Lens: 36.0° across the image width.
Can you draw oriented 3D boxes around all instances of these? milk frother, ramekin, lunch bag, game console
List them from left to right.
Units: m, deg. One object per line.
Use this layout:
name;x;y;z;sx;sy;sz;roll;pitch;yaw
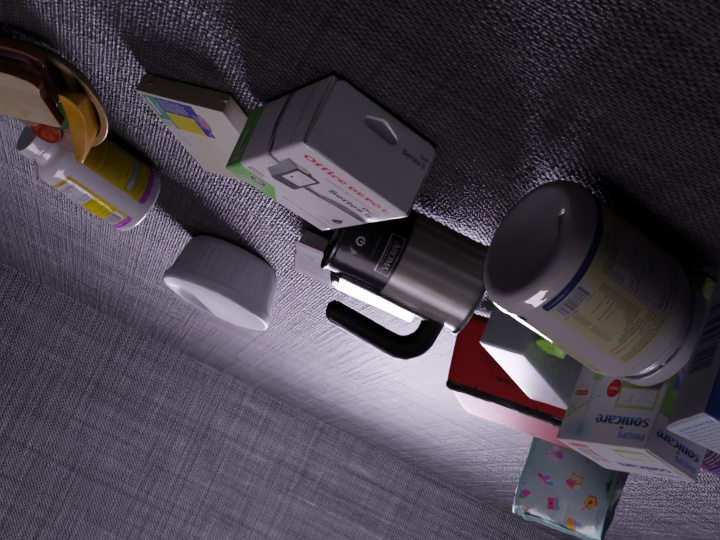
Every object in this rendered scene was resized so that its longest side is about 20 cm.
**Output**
ramekin;-0.235;0.018;1.927;0.200;0.095;0.203;22;164;6
milk frother;0.048;-0.012;1.385;0.186;0.182;0.201;27;-153;-7
game console;0.240;0.166;1.652;0.197;0.175;0.118;16;-170;26
lunch bag;0.365;0.349;1.891;0.168;0.202;0.122;16;163;23

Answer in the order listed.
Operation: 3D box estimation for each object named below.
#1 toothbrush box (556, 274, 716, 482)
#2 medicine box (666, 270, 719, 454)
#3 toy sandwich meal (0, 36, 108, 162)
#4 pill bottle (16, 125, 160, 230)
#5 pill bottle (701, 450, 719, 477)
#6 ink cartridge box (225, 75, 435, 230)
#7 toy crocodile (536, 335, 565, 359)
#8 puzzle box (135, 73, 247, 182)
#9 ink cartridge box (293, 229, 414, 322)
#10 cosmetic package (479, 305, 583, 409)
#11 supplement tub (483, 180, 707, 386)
toothbrush box;0.318;0.114;1.205;0.085;0.202;0.145;30;164;-24
medicine box;0.419;0.100;1.040;0.198;0.184;0.103;24;165;1
toy sandwich meal;-0.418;-0.216;1.431;0.202;0.071;0.206;19;149;12
pill bottle;-0.395;-0.150;1.612;0.199;0.105;0.103;37;160;-35
pill bottle;0.472;0.208;1.440;0.198;0.114;0.112;28;164;-11
ink cartridge box;-0.036;-0.120;1.198;0.145;0.085;0.199;32;163;-24
toy crocodile;0.250;0.052;1.321;0.061;0.068;0.201;21;154;18
puzzle box;-0.177;-0.167;1.373;0.131;0.026;0.200;18;163;25
ink cartridge box;0.000;0.000;1.606;0.197;0.045;0.176;24;165;2
cosmetic package;0.237;0.097;1.458;0.070;0.103;0.200;14;160;34
supplement tub;0.238;0.017;1.117;0.199;0.147;0.144;32;163;-25
